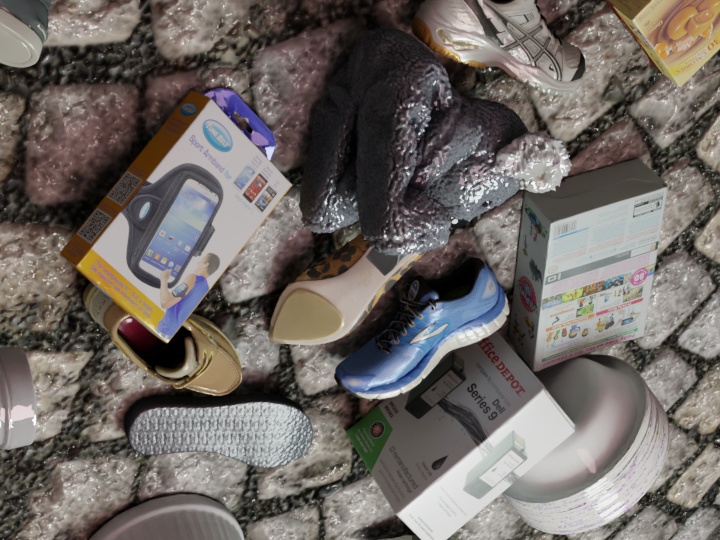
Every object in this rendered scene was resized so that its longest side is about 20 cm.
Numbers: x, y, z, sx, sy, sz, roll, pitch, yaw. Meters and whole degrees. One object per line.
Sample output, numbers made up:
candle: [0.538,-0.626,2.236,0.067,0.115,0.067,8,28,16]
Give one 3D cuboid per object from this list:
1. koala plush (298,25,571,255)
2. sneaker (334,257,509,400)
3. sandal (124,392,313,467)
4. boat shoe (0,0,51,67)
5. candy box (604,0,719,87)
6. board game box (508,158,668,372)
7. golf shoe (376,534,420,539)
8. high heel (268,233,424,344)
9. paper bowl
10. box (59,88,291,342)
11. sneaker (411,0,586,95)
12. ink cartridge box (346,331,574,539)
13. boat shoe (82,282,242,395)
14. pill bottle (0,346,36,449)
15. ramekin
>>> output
koala plush: [0.075,-0.108,1.233,0.198,0.177,0.187,5,98,-31]
sneaker: [0.053,0.052,1.422,0.199,0.078,0.090,-34,126,-13]
sandal: [-0.137,0.148,1.399,0.198,0.043,0.077,10,112,-26]
boat shoe: [-0.296,-0.226,0.992,0.200,0.072,0.062,41,55,-38]
candy box: [0.338,-0.286,1.333,0.200,0.055,0.115,-45,135,6]
board game box: [0.239,-0.004,1.492,0.146,0.064,0.202,-15,130,-20]
golf shoe: [0.026,0.388,1.677,0.093,0.078,0.202,8,119,-16]
high heel: [0.000,0.000,1.359,0.199,0.072,0.143,-36,-175,36]
paper bowl: [0.226,0.176,1.532,0.200,0.201,0.105,-39,122,2]
box: [-0.145,-0.053,1.187,0.201,0.041,0.119,-51,129,-7]
sneaker: [0.141,-0.217,1.250,0.198,0.076,0.089,10,115,-40]
ink cartridge box: [0.104,0.168,1.483,0.199,0.146,0.084,-40,129,2]
boat shoe: [-0.174,0.073,1.289,0.074,0.067,0.200,-45,135,8]
pill bottle: [-0.375,0.119,1.166,0.197,0.113,0.113,-8,129,-28]
ramekin: [-0.199,0.340,1.468,0.200,0.094,0.204,-18,133,-20]
